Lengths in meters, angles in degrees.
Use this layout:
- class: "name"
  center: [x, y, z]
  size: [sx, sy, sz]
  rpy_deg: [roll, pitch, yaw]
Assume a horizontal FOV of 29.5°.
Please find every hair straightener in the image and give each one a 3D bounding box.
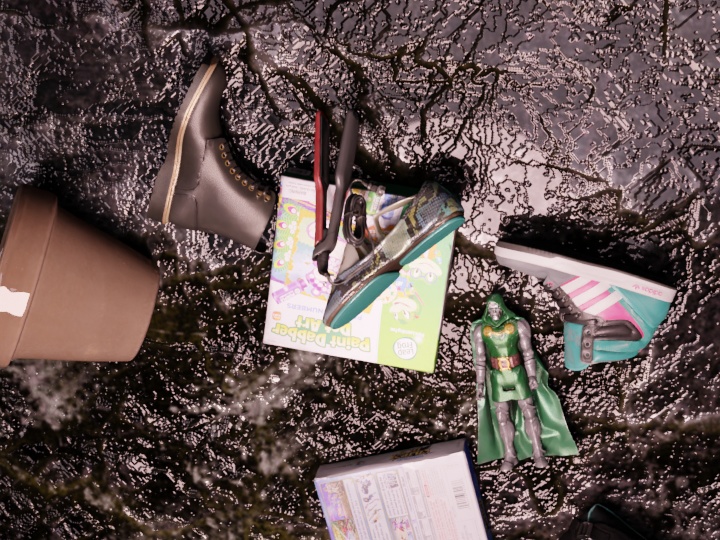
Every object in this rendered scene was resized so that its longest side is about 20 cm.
- class: "hair straightener"
  center: [-0.014, -0.078, 1.427]
  size: [0.076, 0.041, 0.202]
  rpy_deg: [-3, 65, 15]

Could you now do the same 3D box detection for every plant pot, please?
- class: "plant pot"
  center: [-0.319, 0.026, 1.503]
  size: [0.173, 0.201, 0.201]
  rpy_deg: [18, 110, -16]

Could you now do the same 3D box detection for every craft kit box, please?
- class: "craft kit box"
  center: [0.000, 0.000, 1.509]
  size: [0.198, 0.049, 0.199]
  rpy_deg: [9, 111, 6]

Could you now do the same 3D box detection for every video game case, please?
- class: "video game case"
  center: [0.059, 0.308, 1.596]
  size: [0.180, 0.045, 0.202]
  rpy_deg: [-12, 105, 11]

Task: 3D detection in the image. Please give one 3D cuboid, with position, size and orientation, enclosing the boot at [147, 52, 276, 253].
- class: "boot"
  center: [-0.139, -0.124, 1.481]
  size: [0.137, 0.078, 0.201]
  rpy_deg: [20, 123, -2]

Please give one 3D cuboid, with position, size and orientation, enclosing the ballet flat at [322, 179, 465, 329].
- class: "ballet flat"
  center: [0.024, -0.021, 1.450]
  size: [0.200, 0.074, 0.074]
  rpy_deg: [-40, 98, 16]

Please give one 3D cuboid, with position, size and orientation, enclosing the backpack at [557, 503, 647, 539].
- class: "backpack"
  center: [0.299, 0.389, 1.520]
  size: [0.199, 0.176, 0.154]
  rpy_deg: [26, 126, -1]

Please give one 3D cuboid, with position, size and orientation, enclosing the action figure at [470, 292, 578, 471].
- class: "action figure"
  center: [0.165, 0.121, 1.519]
  size: [0.117, 0.055, 0.202]
  rpy_deg: [-10, 102, 15]

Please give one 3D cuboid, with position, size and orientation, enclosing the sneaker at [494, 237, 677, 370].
- class: "sneaker"
  center: [0.227, 0.043, 1.470]
  size: [0.198, 0.084, 0.122]
  rpy_deg: [17, 100, 2]
